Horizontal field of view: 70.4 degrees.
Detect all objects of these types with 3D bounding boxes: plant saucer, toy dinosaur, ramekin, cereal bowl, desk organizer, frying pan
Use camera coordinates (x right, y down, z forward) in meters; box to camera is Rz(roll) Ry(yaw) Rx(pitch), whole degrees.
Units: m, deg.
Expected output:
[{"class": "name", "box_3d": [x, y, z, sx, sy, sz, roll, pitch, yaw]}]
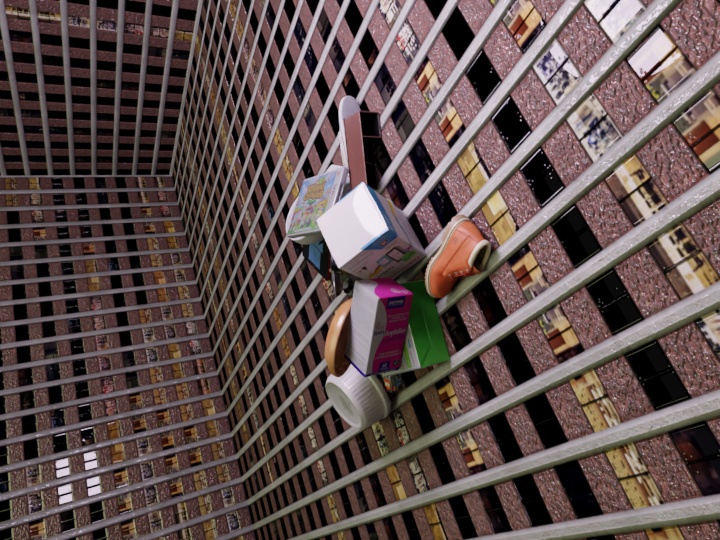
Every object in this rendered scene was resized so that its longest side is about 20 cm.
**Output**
[{"class": "plant saucer", "box_3d": [-0.039, 0.158, 1.248, 0.037, 0.200, 0.202, 15, 114, 17]}, {"class": "toy dinosaur", "box_3d": [-0.005, 0.039, 1.331, 0.201, 0.076, 0.103, 75, -158, -48]}, {"class": "ramekin", "box_3d": [-0.014, 0.352, 1.433, 0.202, 0.094, 0.204, 37, 145, 32]}, {"class": "cereal bowl", "box_3d": [-0.138, -0.166, 1.582, 0.199, 0.083, 0.202, -25, 50, 33]}, {"class": "desk organizer", "box_3d": [0.012, -0.312, 1.350, 0.077, 0.071, 0.202, -5, 92, 57]}, {"class": "frying pan", "box_3d": [-0.060, -0.011, 1.213, 0.191, 0.031, 0.116, 94, 169, -55]}]

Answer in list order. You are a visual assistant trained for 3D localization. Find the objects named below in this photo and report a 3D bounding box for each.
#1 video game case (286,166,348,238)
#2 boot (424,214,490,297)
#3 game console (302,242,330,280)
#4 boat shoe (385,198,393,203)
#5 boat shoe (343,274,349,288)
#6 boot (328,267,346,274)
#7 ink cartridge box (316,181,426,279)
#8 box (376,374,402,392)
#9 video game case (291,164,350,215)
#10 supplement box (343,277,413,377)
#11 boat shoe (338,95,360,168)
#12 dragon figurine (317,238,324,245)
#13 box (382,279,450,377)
[{"class": "video game case", "box_3d": [-0.121, -0.183, 1.404, 0.199, 0.022, 0.184, -4, 66, 51]}, {"class": "boot", "box_3d": [0.206, -0.005, 1.084, 0.107, 0.075, 0.201, 48, 134, 38]}, {"class": "game console", "box_3d": [-0.145, -0.085, 1.697, 0.200, 0.031, 0.178, 43, 131, 49]}, {"class": "boat shoe", "box_3d": [-0.002, -0.127, 1.331, 0.072, 0.200, 0.061, 56, -171, -15]}, {"class": "boat shoe", "box_3d": [-0.002, 0.046, 1.446, 0.074, 0.065, 0.203, -43, 56, 17]}, {"class": "boot", "box_3d": [0.000, 0.000, 1.382, 0.199, 0.073, 0.076, -13, 94, 33]}, {"class": "ink cartridge box", "box_3d": [0.030, -0.077, 1.199, 0.146, 0.200, 0.147, -37, 60, 19]}, {"class": "box", "box_3d": [0.044, 0.244, 1.434, 0.199, 0.037, 0.138, 11, 105, 58]}, {"class": "video game case", "box_3d": [-0.095, -0.218, 1.470, 0.201, 0.023, 0.182, -53, 35, -9]}, {"class": "supplement box", "box_3d": [0.039, 0.128, 1.176, 0.103, 0.100, 0.202, 34, 123, 51]}, {"class": "boat shoe", "box_3d": [-0.035, -0.377, 1.420, 0.070, 0.070, 0.202, -2, 99, 55]}, {"class": "dragon figurine", "box_3d": [-0.033, -0.137, 1.395, 0.059, 0.198, 0.100, -97, -9, -51]}, {"class": "box", "box_3d": [0.107, 0.145, 1.251, 0.176, 0.096, 0.202, -34, 67, 57]}]
